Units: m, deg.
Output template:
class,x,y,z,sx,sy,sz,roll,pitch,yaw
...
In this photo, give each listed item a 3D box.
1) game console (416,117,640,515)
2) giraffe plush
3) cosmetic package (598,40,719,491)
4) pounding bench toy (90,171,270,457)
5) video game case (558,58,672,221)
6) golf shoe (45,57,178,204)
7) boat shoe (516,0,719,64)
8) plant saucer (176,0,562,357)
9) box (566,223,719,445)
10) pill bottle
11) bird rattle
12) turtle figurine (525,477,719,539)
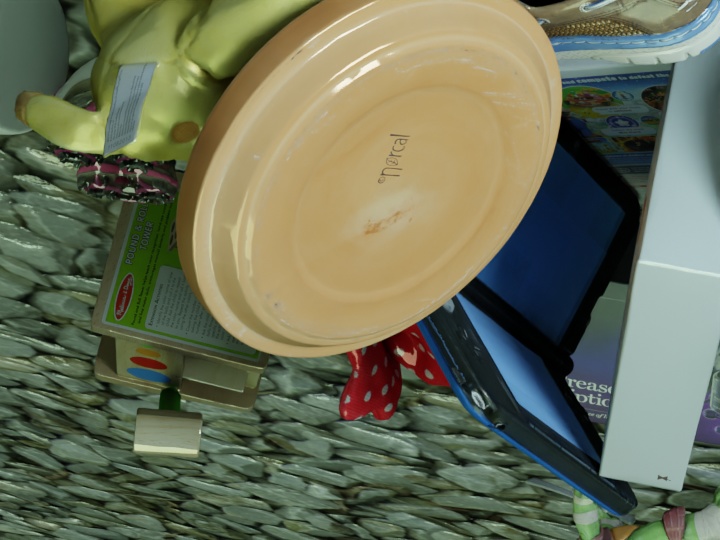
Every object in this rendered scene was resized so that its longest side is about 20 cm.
class,x,y,z,sx,sy,sz,roll,pitch,yaw
game console,0.112,0.016,1.053,0.118,0.171,0.200,-38,142,13
giraffe plush,-0.044,-0.079,0.906,0.172,0.200,0.162,-4,140,35
cosmetic package,0.167,-0.001,0.994,0.052,0.151,0.200,9,144,7
pounding bench toy,-0.128,0.053,1.377,0.124,0.200,0.156,14,161,-3
video game case,0.178,-0.076,1.089,0.143,0.018,0.200,0,157,35
golf shoe,-0.137,-0.098,1.089,0.073,0.092,0.200,6,171,-3
boat shoe,0.073,-0.140,0.914,0.200,0.072,0.072,-4,148,25
plant saucer,0.011,-0.041,0.867,0.032,0.200,0.200,45,-175,39
box,0.194,0.034,1.236,0.200,0.079,0.141,9,134,10
pill bottle,-0.275,-0.126,1.093,0.200,0.114,0.114,3,159,27
bird rattle,0.000,0.000,1.156,0.113,0.163,0.200,-26,-172,19
turtle figurine,0.248,0.222,1.815,0.194,0.200,0.144,-10,134,6
